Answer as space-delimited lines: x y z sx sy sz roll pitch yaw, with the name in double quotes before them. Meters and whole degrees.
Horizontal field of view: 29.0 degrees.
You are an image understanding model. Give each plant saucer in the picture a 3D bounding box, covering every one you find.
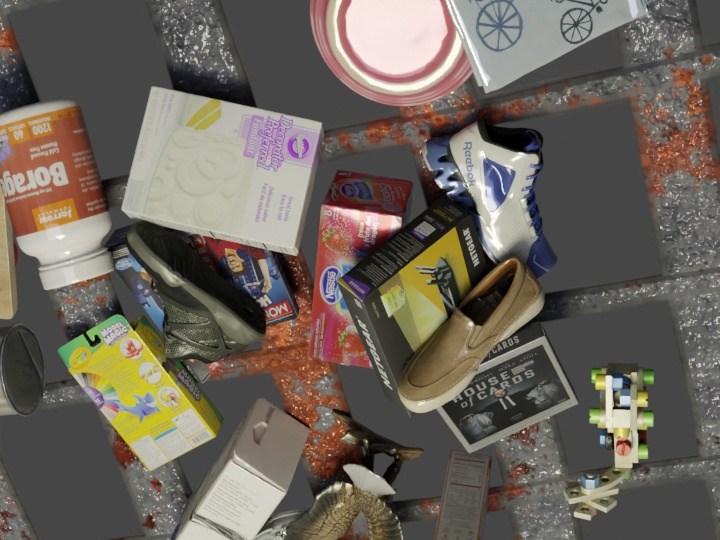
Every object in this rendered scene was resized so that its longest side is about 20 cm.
"plant saucer" 0.041 -0.266 1.478 0.197 0.051 0.203 5 118 9

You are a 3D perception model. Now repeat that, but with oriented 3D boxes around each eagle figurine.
"eagle figurine" 0.006 0.299 1.722 0.149 0.151 0.203 15 98 -32

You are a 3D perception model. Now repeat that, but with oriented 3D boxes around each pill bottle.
"pill bottle" -0.346 -0.087 1.577 0.111 0.112 0.203 -14 96 17

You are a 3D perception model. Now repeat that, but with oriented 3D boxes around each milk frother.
"milk frother" -0.509 0.164 1.702 0.185 0.181 0.203 -6 73 14

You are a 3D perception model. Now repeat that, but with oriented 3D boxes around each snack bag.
"snack bag" 0.178 -0.308 1.424 0.198 0.021 0.190 -26 110 1

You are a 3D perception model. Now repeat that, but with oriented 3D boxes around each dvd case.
"dvd case" 0.162 0.138 1.597 0.149 0.025 0.200 -25 148 7

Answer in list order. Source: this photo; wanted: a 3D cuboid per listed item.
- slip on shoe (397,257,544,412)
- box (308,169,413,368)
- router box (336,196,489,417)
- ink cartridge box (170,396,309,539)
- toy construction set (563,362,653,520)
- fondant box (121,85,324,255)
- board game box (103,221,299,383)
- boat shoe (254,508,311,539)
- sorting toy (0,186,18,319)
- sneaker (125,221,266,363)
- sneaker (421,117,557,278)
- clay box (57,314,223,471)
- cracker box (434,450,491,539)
"slip on shoe" 0.113 0.067 1.498 0.199 0.076 0.061 -39 134 -7
"box" 0.000 0.000 1.592 0.094 0.100 0.203 9 118 6
"router box" 0.073 0.042 1.547 0.157 0.052 0.201 -38 135 -15
"ink cartridge box" -0.156 0.281 1.738 0.084 0.146 0.201 32 118 -6
"toy construction set" 0.298 0.192 1.618 0.091 0.132 0.202 12 119 4
"fondant box" -0.150 -0.111 1.547 0.197 0.058 0.146 12 82 3
"board game box" -0.176 0.025 1.660 0.197 0.062 0.202 -14 114 17
"boat shoe" -0.123 0.374 1.825 0.200 0.065 0.075 -22 112 17
"sorting toy" -0.505 -0.056 1.674 0.197 0.070 0.201 7 118 6
"sneaker" -0.211 0.036 1.584 0.114 0.077 0.199 -36 120 21
"sneaker" 0.168 -0.088 1.528 0.115 0.081 0.200 -33 105 26
"clay box" -0.276 0.145 1.747 0.114 0.048 0.201 -28 108 22
"cracker box" 0.119 0.331 1.683 0.057 0.201 0.136 7 118 8
